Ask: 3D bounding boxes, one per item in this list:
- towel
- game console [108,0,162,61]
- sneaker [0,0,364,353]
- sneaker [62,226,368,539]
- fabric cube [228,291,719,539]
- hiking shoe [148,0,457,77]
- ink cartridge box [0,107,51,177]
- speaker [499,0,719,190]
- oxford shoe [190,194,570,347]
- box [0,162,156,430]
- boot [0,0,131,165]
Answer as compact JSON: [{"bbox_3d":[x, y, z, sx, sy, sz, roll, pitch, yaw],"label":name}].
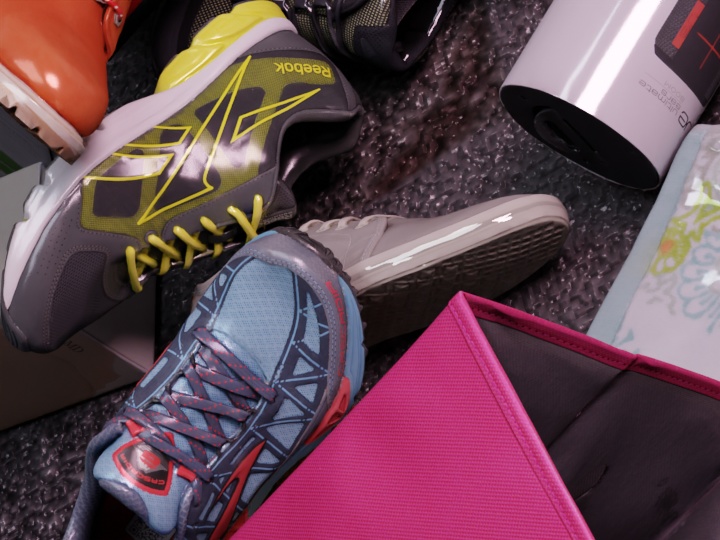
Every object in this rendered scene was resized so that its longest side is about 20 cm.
[{"bbox_3d":[0.168,0.034,1.154,0.171,0.048,0.200,14,74,43],"label":"towel"},{"bbox_3d":[-0.079,-0.181,1.421,0.200,0.119,0.172,-47,46,15],"label":"game console"},{"bbox_3d":[-0.077,-0.034,1.303,0.085,0.075,0.200,34,71,19],"label":"sneaker"},{"bbox_3d":[-0.066,0.074,1.242,0.079,0.095,0.200,34,115,13],"label":"sneaker"},{"bbox_3d":[0.071,0.162,1.016,0.199,0.200,0.196,-48,48,22],"label":"fabric cube"},{"bbox_3d":[-0.014,-0.129,1.376,0.200,0.076,0.101,-31,43,18],"label":"hiking shoe"},{"bbox_3d":[-0.222,-0.122,1.516,0.059,0.104,0.200,-30,49,19],"label":"ink cartridge box"},{"bbox_3d":[0.140,-0.135,1.250,0.081,0.081,0.200,21,74,44],"label":"speaker"},{"bbox_3d":[0.000,0.000,1.287,0.200,0.075,0.058,-23,64,31],"label":"oxford shoe"},{"bbox_3d":[-0.202,0.029,1.416,0.200,0.095,0.078,-21,54,29],"label":"box"},{"bbox_3d":[-0.128,-0.127,1.287,0.107,0.075,0.200,-37,34,12],"label":"boot"}]
